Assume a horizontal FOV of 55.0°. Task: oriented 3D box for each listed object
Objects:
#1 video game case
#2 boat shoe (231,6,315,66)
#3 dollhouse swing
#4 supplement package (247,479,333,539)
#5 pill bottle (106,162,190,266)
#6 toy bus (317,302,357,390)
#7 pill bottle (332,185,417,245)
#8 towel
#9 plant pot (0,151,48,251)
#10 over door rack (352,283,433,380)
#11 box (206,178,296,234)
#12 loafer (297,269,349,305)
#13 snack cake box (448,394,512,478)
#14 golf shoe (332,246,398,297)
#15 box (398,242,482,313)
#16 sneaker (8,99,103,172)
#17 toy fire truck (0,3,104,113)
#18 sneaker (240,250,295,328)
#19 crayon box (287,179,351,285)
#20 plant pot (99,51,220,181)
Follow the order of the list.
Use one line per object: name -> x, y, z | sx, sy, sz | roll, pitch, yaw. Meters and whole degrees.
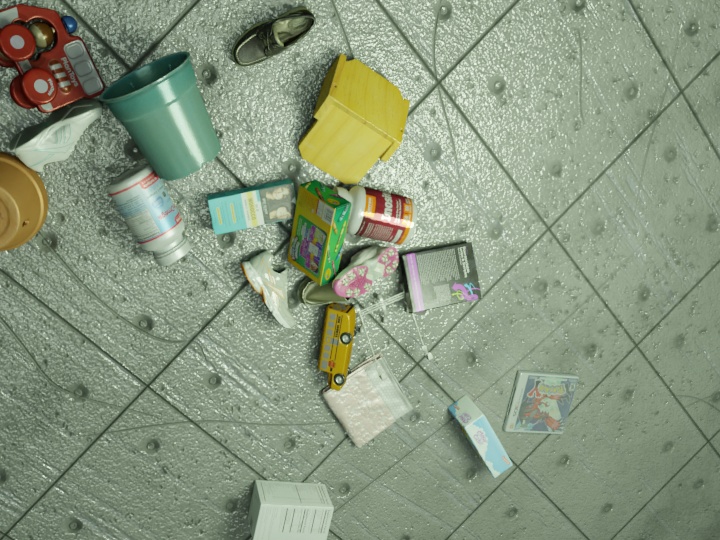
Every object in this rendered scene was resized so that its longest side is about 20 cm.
video game case -> 0.518, 0.380, 1.984 | 0.195, 0.023, 0.187 | 6, 106, -19
boat shoe -> -0.183, -0.496, 1.462 | 0.198, 0.065, 0.074 | -33, 115, -3
dollhouse swing -> -0.023, -0.336, 1.581 | 0.197, 0.175, 0.185 | 27, 57, -22
supplement package -> -0.183, 0.630, 1.803 | 0.195, 0.114, 0.112 | 10, 103, -19
pill bottle -> -0.447, -0.117, 1.483 | 0.107, 0.109, 0.203 | -28, 114, -6
toy bus -> -0.057, 0.189, 1.714 | 0.076, 0.065, 0.205 | 12, 106, 10
pill bottle -> 0.025, -0.132, 1.618 | 0.195, 0.113, 0.116 | 10, 105, -20
towel -> 0.021, 0.343, 1.817 | 0.189, 0.032, 0.202 | -33, 113, -4
plant pot -> -0.738, -0.125, 1.376 | 0.195, 0.140, 0.205 | -5, 109, -14
over door rack -> 0.077, 0.154, 1.744 | 0.145, 0.067, 0.204 | -22, 92, -9
box -> -0.243, -0.145, 1.568 | 0.195, 0.049, 0.084 | -13, 111, -12
loafer -> -0.057, 0.038, 1.672 | 0.195, 0.070, 0.077 | -17, 112, -11
snack cake box -> 0.330, 0.455, 1.901 | 0.066, 0.115, 0.202 | -33, 113, -3
golf shoe -> 0.000, 0.000, 1.639 | 0.198, 0.091, 0.077 | -29, 122, -34
box -> 0.202, 0.017, 1.732 | 0.195, 0.036, 0.147 | -10, 89, -16
sneaker -> -0.609, -0.279, 1.413 | 0.198, 0.071, 0.081 | -33, 137, -8
toy fire truck -> -0.613, -0.416, 1.349 | 0.167, 0.111, 0.204 | -35, 116, -32
sneaker -> -0.196, 0.045, 1.634 | 0.091, 0.076, 0.202 | -35, 115, -8
crayon box -> -0.096, -0.084, 1.564 | 0.058, 0.118, 0.204 | -22, 136, -43
plant pot -> -0.389, -0.305, 1.404 | 0.197, 0.201, 0.199 | -28, 121, -6
